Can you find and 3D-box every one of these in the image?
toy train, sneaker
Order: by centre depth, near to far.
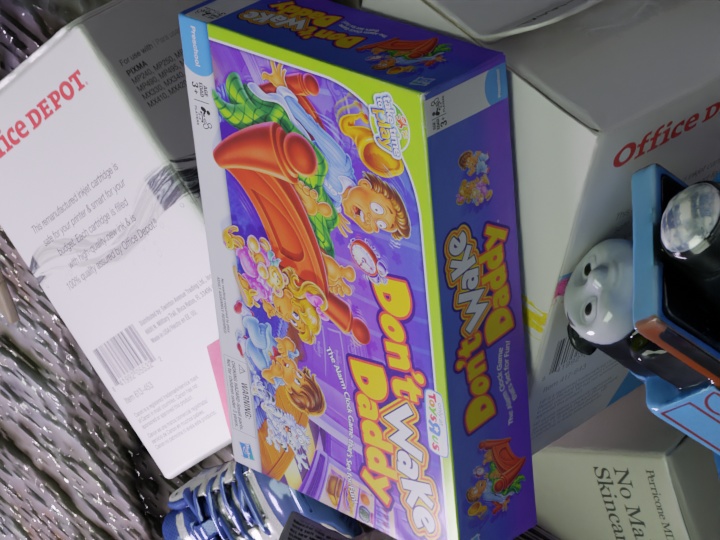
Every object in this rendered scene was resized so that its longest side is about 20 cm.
[{"bbox_3d":[0.162,0.030,1.059,0.114,0.087,0.200,-27,137,35],"label":"toy train"},{"bbox_3d":[-0.048,0.118,1.317,0.200,0.088,0.076,96,155,-77],"label":"sneaker"}]

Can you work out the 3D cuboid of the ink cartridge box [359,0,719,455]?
[{"bbox_3d":[0.076,-0.052,1.112,0.125,0.128,0.201,39,137,27],"label":"ink cartridge box"}]

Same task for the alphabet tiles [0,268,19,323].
[{"bbox_3d":[-0.238,-0.086,1.428,0.200,0.008,0.168,49,163,36],"label":"alphabet tiles"}]

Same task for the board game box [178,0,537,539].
[{"bbox_3d":[0.000,0.000,1.090,0.134,0.045,0.201,21,127,42],"label":"board game box"}]

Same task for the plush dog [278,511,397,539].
[{"bbox_3d":[0.016,0.187,1.230,0.161,0.199,0.172,63,145,32],"label":"plush dog"}]

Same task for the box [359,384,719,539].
[{"bbox_3d":[0.087,0.094,1.250,0.199,0.068,0.082,-2,116,46],"label":"box"}]

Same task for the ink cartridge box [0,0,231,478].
[{"bbox_3d":[-0.086,-0.022,1.330,0.200,0.084,0.145,57,140,-1],"label":"ink cartridge box"}]
